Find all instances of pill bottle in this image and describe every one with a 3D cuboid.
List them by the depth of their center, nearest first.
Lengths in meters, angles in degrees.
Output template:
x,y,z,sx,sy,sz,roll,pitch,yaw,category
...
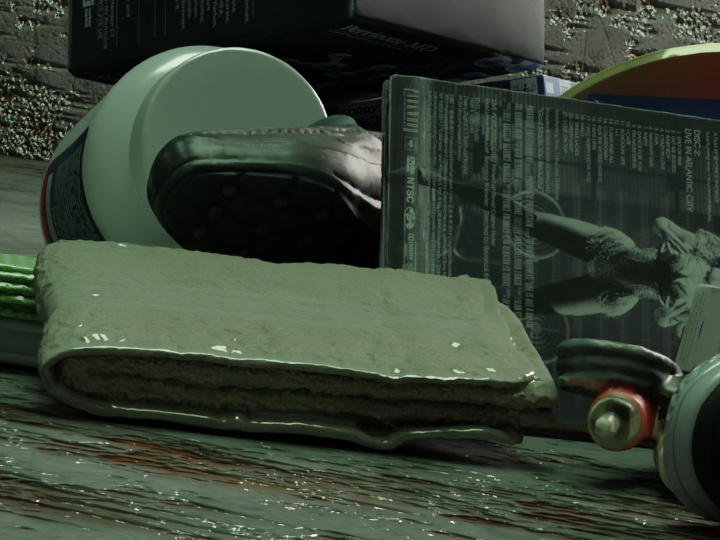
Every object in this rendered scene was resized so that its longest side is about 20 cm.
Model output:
x,y,z,sx,sy,sz,roll,pitch,yaw,category
-0.082,-0.043,1.390,0.119,0.120,0.200,7,-9,-15,pill bottle

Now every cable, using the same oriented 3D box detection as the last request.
x,y,z,sx,sy,sz,roll,pitch,yaw,category
0.121,0.063,1.127,0.097,0.051,0.200,18,-5,8,cable

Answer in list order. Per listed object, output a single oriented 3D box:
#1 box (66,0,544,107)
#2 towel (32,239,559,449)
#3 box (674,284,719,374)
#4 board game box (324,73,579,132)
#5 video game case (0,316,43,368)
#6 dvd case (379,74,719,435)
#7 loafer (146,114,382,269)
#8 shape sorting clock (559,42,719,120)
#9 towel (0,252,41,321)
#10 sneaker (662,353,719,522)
x,y,z,sx,sy,sz,roll,pitch,yaw,category
-0.027,-0.150,1.447,0.199,0.108,0.148,-8,-12,42,box
-0.029,0.028,1.120,0.199,0.035,0.133,6,17,-10,towel
0.227,0.052,1.191,0.199,0.042,0.039,19,-3,-18,box
0.060,-0.075,1.554,0.135,0.035,0.200,-7,-2,16,board game box
-0.156,0.021,1.285,0.181,0.023,0.200,8,4,8,video game case
0.104,-0.001,1.239,0.199,0.150,0.016,7,-19,-16,dvd case
-0.017,-0.033,1.258,0.200,0.068,0.071,8,40,-43,loafer
0.167,-0.043,1.460,0.199,0.200,0.039,7,47,-19,shape sorting clock
-0.124,0.002,1.239,0.199,0.031,0.149,7,5,-10,towel
0.210,0.065,0.983,0.199,0.076,0.114,-1,8,-30,sneaker
